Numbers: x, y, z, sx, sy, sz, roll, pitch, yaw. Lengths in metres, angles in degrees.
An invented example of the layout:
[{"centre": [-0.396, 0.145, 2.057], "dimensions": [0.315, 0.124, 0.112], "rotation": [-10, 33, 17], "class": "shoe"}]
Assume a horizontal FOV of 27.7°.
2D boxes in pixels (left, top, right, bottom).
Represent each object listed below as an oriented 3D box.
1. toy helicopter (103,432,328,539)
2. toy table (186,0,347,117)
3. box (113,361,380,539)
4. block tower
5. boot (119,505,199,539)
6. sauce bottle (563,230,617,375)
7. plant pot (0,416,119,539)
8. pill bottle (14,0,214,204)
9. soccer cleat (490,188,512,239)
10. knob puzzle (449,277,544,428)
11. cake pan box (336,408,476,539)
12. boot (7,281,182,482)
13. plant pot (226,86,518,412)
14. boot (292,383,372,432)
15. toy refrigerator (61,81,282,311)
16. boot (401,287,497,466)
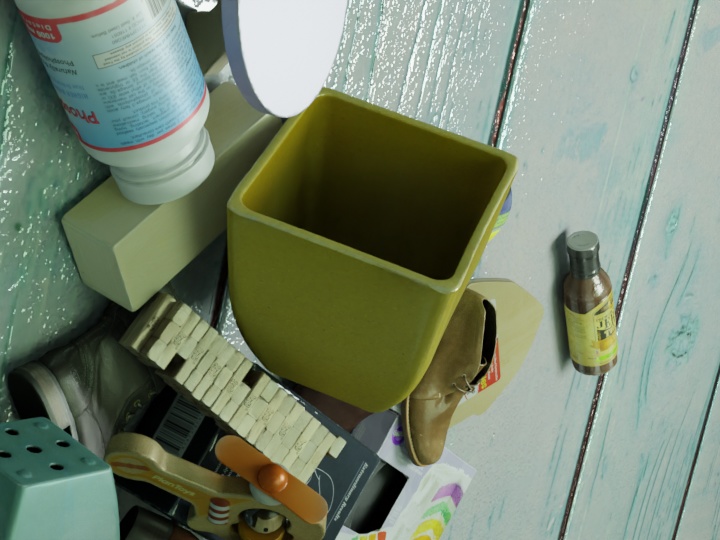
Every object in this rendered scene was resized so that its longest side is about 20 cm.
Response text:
[{"centre": [-0.112, 0.178, 1.174], "dimensions": [0.199, 0.132, 0.080], "rotation": [29, 52, -25], "class": "toy helicopter"}, {"centre": [-0.093, -0.234, 1.161], "dimensions": [0.183, 0.116, 0.202], "rotation": [-4, 109, -51], "class": "toy table"}, {"centre": [-0.103, 0.180, 1.331], "dimensions": [0.200, 0.107, 0.149], "rotation": [42, 73, -41], "class": "box"}, {"centre": [-0.105, 0.103, 1.208], "dimensions": [0.200, 0.054, 0.058], "rotation": [41, 75, -21], "class": "block tower"}, {"centre": [-0.162, 0.324, 1.284], "dimensions": [0.199, 0.068, 0.189], "rotation": [34, 93, -18], "class": "boot"}, {"centre": [0.287, 0.042, 1.834], "dimensions": [0.065, 0.064, 0.201], "rotation": [-43, 137, -31], "class": "sauce bottle"}, {"centre": [-0.271, 0.224, 1.115], "dimensions": [0.141, 0.141, 0.202], "rotation": [-4, 115, -51], "class": "plant pot"}, {"centre": [-0.177, -0.151, 1.098], "dimensions": [0.109, 0.108, 0.201], "rotation": [-46, 138, -29], "class": "pill bottle"}, {"centre": [0.094, -0.020, 1.474], "dimensions": [0.200, 0.064, 0.084], "rotation": [-50, 155, -32], "class": "soccer cleat"}, {"centre": [0.123, 0.084, 1.650], "dimensions": [0.218, 0.030, 0.222], "rotation": [-22, 130, -28], "class": "knob puzzle"}, {"centre": [0.026, 0.258, 1.603], "dimensions": [0.200, 0.052, 0.185], "rotation": [42, 74, -48], "class": "cake pan box"}, {"centre": [-0.195, 0.112, 1.231], "dimensions": [0.174, 0.069, 0.202], "rotation": [-36, 126, -37], "class": "boot"}, {"centre": [0.000, 0.000, 1.237], "dimensions": [0.196, 0.192, 0.201], "rotation": [-60, 167, -47], "class": "plant pot"}, {"centre": [-0.029, 0.093, 1.424], "dimensions": [0.166, 0.072, 0.200], "rotation": [-45, 136, 3], "class": "boot"}, {"centre": [-0.151, -0.065, 1.211], "dimensions": [0.200, 0.070, 0.076], "rotation": [-45, 145, -29], "class": "toy refrigerator"}, {"centre": [0.094, 0.116, 1.534], "dimensions": [0.073, 0.075, 0.202], "rotation": [-10, 111, -59], "class": "boot"}]
